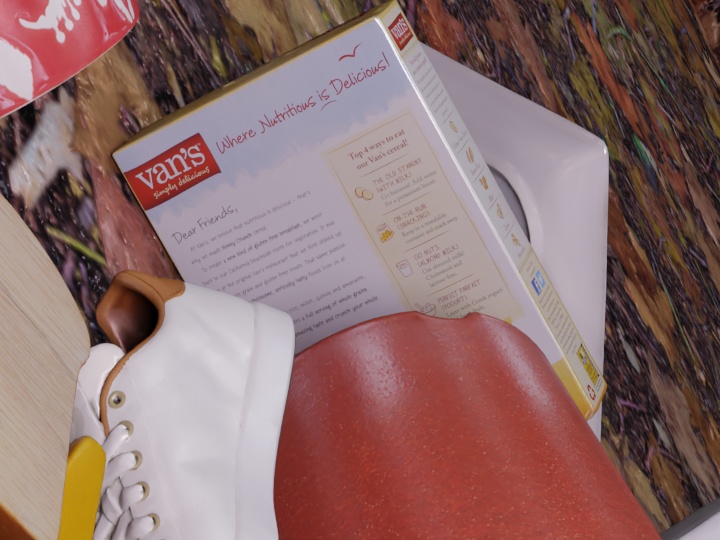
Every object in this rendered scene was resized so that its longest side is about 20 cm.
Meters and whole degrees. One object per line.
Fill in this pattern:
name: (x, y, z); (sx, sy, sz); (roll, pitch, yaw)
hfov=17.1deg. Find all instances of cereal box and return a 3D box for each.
cereal box: (0.000, 0.000, 1.053); (0.201, 0.143, 0.040); (62, 24, -10)

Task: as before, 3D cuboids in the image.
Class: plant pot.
plant pot: (0.037, 0.133, 0.912); (0.201, 0.200, 0.196); (46, 14, -47)

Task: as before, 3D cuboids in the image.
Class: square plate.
square plate: (0.046, 0.001, 1.131); (0.200, 0.028, 0.199); (34, -47, 50)

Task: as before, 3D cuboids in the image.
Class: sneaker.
sneaker: (-0.076, 0.082, 0.832); (0.084, 0.073, 0.201); (22, 39, -18)

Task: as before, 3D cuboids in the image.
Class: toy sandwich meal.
toy sandwich meal: (-0.127, 0.055, 0.688); (0.205, 0.070, 0.205); (55, 17, -27)

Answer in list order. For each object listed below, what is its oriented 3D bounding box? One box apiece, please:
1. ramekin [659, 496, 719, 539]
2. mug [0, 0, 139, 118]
ramekin: (0.172, 0.186, 1.234); (0.098, 0.200, 0.200); (57, 15, 7)
mug: (-0.162, -0.157, 0.817); (0.201, 0.133, 0.178); (62, 17, -17)
